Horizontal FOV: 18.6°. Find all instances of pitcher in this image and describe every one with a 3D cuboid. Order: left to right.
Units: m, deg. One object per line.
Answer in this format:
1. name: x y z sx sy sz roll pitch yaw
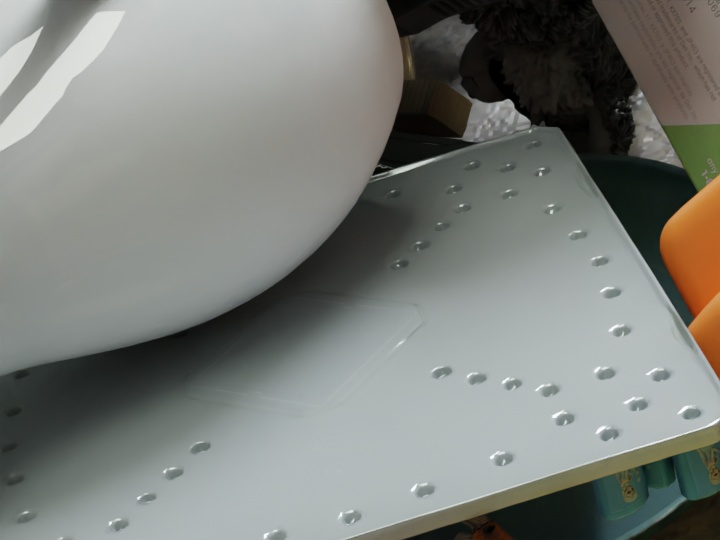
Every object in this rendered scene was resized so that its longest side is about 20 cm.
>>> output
1. pitcher: -0.083 -0.046 0.605 0.121 0.172 0.200 36 54 28

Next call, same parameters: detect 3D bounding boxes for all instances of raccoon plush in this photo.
1. raccoon plush: 0.093 -0.119 0.804 0.200 0.134 0.097 -24 33 54

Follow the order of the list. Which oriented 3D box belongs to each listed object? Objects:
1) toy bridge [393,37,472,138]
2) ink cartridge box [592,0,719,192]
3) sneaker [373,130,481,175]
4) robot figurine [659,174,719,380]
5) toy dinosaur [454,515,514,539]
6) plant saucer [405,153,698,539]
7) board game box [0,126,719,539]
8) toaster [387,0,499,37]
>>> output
1. toy bridge: 0.036 -0.155 0.925 0.067 0.027 0.202 3 76 44
2. ink cartridge box: 0.177 -0.099 0.682 0.067 0.118 0.200 -13 -20 -44
3. sneaker: 0.000 0.002 0.752 0.198 0.060 0.105 7 48 20
4. robot figurine: 0.163 0.052 0.598 0.116 0.144 0.201 -26 67 -3
5. toy dinosaur: -0.035 0.107 0.690 0.180 0.200 0.106 13 77 -5
6. plant saucer: 0.055 0.041 0.760 0.199 0.036 0.201 -16 41 14
7. board game box: -0.013 0.033 0.631 0.199 0.026 0.200 -17 27 -1
8. toaster: 0.029 -0.162 0.695 0.199 0.113 0.130 -13 61 46
